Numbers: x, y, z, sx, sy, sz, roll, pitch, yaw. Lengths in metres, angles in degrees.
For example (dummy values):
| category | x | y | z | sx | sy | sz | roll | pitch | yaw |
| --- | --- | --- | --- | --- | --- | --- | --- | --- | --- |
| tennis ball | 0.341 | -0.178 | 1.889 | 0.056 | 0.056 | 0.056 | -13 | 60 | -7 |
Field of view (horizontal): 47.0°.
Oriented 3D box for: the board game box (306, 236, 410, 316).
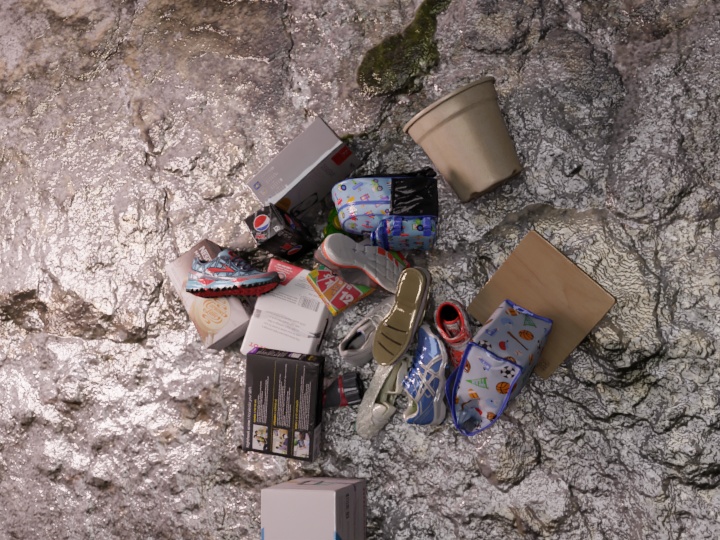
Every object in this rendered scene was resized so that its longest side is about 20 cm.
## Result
| category | x | y | z | sx | sy | sz | roll | pitch | yaw |
| --- | --- | --- | --- | --- | --- | --- | --- | --- | --- |
| board game box | 0.000 | 0.000 | 1.631 | 0.199 | 0.030 | 0.096 | -31 | 74 | -27 |

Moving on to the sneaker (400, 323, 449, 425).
| category | x | y | z | sx | sy | sz | roll | pitch | yaw |
| --- | --- | --- | --- | --- | --- | --- | --- | --- | --- |
| sneaker | 0.120 | 0.201 | 1.560 | 0.077 | 0.076 | 0.201 | -5 | 100 | -18 |

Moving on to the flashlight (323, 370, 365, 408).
| category | x | y | z | sx | sy | sz | roll | pitch | yaw |
| --- | --- | --- | --- | --- | --- | --- | --- | --- | --- |
| flashlight | -0.092 | 0.253 | 1.645 | 0.199 | 0.068 | 0.068 | -14 | 97 | 9 |

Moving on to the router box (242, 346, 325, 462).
| category | x | y | z | sx | sy | sz | roll | pitch | yaw |
| --- | --- | --- | --- | --- | --- | --- | --- | --- | --- |
| router box | -0.149 | 0.258 | 1.602 | 0.148 | 0.051 | 0.201 | 7 | 101 | 13 |

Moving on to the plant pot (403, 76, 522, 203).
| category | x | y | z | sx | sy | sz | roll | pitch | yaw |
| --- | --- | --- | --- | --- | --- | --- | --- | --- | --- |
| plant pot | 0.211 | -0.238 | 1.588 | 0.200 | 0.200 | 0.184 | -28 | 88 | 9 |

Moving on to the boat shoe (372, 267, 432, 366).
| category | x | y | z | sx | sy | sz | roll | pitch | yaw |
| --- | --- | --- | --- | --- | --- | --- | --- | --- | --- |
| boat shoe | 0.088 | 0.090 | 1.567 | 0.075 | 0.068 | 0.201 | 31 | 107 | 28 |

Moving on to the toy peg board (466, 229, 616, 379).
| category | x | y | z | sx | sy | sz | roll | pitch | yaw |
| --- | --- | --- | --- | --- | --- | --- | --- | --- | --- |
| toy peg board | 0.345 | 0.060 | 1.559 | 0.200 | 0.098 | 0.200 | 43 | 110 | 16 |

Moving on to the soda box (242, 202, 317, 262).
| category | x | y | z | sx | sy | sz | roll | pitch | yaw |
| --- | --- | --- | --- | --- | --- | --- | --- | --- | --- |
| soda box | -0.156 | -0.072 | 1.643 | 0.071 | 0.200 | 0.064 | -32 | 74 | 8 |

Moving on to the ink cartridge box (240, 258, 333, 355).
| category | x | y | z | sx | sy | sz | roll | pitch | yaw |
| --- | --- | --- | --- | --- | --- | --- | --- | --- | --- |
| ink cartridge box | -0.137 | 0.096 | 1.674 | 0.144 | 0.084 | 0.201 | 18 | 86 | 16 |

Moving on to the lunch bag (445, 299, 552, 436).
| category | x | y | z | sx | sy | sz | roll | pitch | yaw |
| --- | --- | --- | --- | --- | --- | --- | --- | --- | --- |
| lunch bag | 0.238 | 0.180 | 1.472 | 0.123 | 0.170 | 0.201 | 28 | 130 | 21 |

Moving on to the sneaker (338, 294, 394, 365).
| category | x | y | z | sx | sy | sz | roll | pitch | yaw |
| --- | --- | --- | --- | --- | --- | --- | --- | --- | --- |
| sneaker | 0.038 | 0.109 | 1.624 | 0.074 | 0.087 | 0.200 | 44 | 93 | 19 |

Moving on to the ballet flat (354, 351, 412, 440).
| category | x | y | z | sx | sy | sz | roll | pitch | yaw |
| --- | --- | --- | --- | --- | --- | --- | --- | --- | --- |
| ballet flat | 0.048 | 0.239 | 1.605 | 0.071 | 0.072 | 0.201 | 20 | 88 | 17 |

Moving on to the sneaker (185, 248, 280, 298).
| category | x | y | z | sx | sy | sz | roll | pitch | yaw |
| --- | --- | --- | --- | --- | --- | --- | --- | --- | --- |
| sneaker | -0.255 | 0.000 | 1.640 | 0.199 | 0.079 | 0.096 | -2 | 76 | 15 |

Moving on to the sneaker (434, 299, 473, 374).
| category | x | y | z | sx | sy | sz | roll | pitch | yaw |
| --- | --- | --- | --- | --- | --- | --- | --- | --- | --- |
| sneaker | 0.187 | 0.151 | 1.566 | 0.067 | 0.108 | 0.203 | -16 | 78 | 12 |

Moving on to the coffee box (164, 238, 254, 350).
| category | x | y | z | sx | sy | sz | roll | pitch | yaw |
| --- | --- | --- | --- | --- | --- | --- | --- | --- | --- |
| coffee box | -0.307 | 0.051 | 1.728 | 0.114 | 0.080 | 0.201 | -32 | 75 | 8 |

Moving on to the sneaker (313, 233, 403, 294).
| category | x | y | z | sx | sy | sz | roll | pitch | yaw |
| --- | --- | --- | --- | --- | --- | --- | --- | --- | --- |
| sneaker | -0.003 | -0.006 | 1.583 | 0.082 | 0.199 | 0.077 | -31 | 38 | 46 |

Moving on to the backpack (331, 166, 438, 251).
| category | x | y | z | sx | sy | sz | roll | pitch | yaw |
| --- | --- | --- | --- | --- | --- | --- | --- | --- | --- |
| backpack | 0.045 | -0.112 | 1.587 | 0.199 | 0.183 | 0.135 | -1 | 78 | -2 |

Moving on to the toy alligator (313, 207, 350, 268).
| category | x | y | z | sx | sy | sz | roll | pitch | yaw |
| --- | --- | --- | --- | --- | --- | --- | --- | --- | --- |
| toy alligator | -0.043 | -0.076 | 1.670 | 0.054 | 0.059 | 0.201 | 27 | 58 | -16 |

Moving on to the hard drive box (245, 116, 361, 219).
| category | x | y | z | sx | sy | sz | roll | pitch | yaw |
| --- | --- | --- | --- | --- | --- | --- | --- | --- | --- |
| hard drive box | -0.111 | -0.197 | 1.673 | 0.200 | 0.156 | 0.077 | -42 | 74 | 6 |

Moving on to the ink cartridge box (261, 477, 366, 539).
| category | x | y | z | sx | sy | sz | roll | pitch | yaw |
| --- | --- | --- | --- | --- | --- | --- | --- | --- | --- |
| ink cartridge box | -0.082 | 0.471 | 1.545 | 0.145 | 0.200 | 0.148 | -3 | 81 | 16 |
